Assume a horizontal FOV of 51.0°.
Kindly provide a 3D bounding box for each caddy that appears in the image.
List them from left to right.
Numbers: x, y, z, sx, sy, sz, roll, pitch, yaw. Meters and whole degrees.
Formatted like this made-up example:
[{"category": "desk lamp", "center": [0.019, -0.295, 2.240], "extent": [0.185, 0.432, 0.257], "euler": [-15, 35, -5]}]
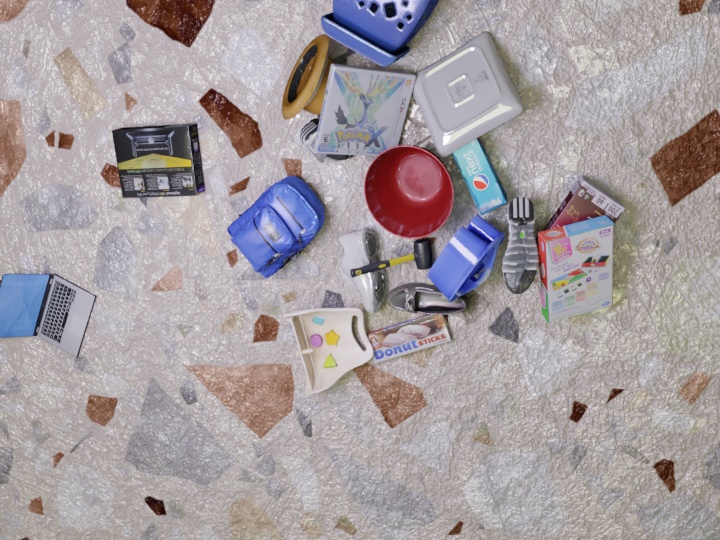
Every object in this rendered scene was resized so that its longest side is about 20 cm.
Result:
[{"category": "caddy", "center": [0.233, -0.018, 1.614], "extent": [0.105, 0.141, 0.201], "euler": [42, 137, 12]}]

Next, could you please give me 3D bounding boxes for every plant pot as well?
[{"category": "plant pot", "center": [0.039, -0.525, 1.500], "extent": [0.197, 0.201, 0.182], "euler": [29, 116, 1]}]

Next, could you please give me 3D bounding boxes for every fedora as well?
[{"category": "fedora", "center": [-0.093, -0.394, 1.585], "extent": [0.081, 0.202, 0.202], "euler": [25, 113, -26]}]

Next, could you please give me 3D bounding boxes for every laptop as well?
[{"category": "laptop", "center": [-0.805, 0.117, 1.910], "extent": [0.197, 0.116, 0.190], "euler": [26, 110, 3]}]

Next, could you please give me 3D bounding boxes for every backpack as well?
[{"category": "backpack", "center": [-0.178, -0.097, 1.687], "extent": [0.199, 0.168, 0.163], "euler": [-38, 102, 16]}]

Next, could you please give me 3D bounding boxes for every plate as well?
[{"category": "plate", "center": [0.208, -0.365, 1.546], "extent": [0.197, 0.032, 0.204], "euler": [-27, 70, 18]}]

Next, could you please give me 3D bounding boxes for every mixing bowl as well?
[{"category": "mixing bowl", "center": [0.114, -0.184, 1.617], "extent": [0.195, 0.109, 0.205], "euler": [8, 118, 16]}]

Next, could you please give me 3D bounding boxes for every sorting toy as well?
[{"category": "sorting toy", "center": [-0.065, 0.165, 1.774], "extent": [0.175, 0.107, 0.205], "euler": [-12, 103, 11]}]

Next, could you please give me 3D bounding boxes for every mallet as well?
[{"category": "mallet", "center": [0.073, -0.008, 1.681], "extent": [0.196, 0.041, 0.067], "euler": [-22, 108, -14]}]

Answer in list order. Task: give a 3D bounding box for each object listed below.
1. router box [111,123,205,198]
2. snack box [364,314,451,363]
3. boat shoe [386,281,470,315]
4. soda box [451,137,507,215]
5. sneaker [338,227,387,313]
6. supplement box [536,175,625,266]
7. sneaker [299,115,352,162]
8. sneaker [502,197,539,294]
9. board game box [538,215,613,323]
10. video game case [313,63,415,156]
[{"category": "router box", "center": [-0.470, -0.255, 1.761], "extent": [0.194, 0.052, 0.162], "euler": [0, 107, 12]}, {"category": "snack box", "center": [0.111, 0.156, 1.771], "extent": [0.196, 0.024, 0.073], "euler": [-19, 101, 17]}, {"category": "boat shoe", "center": [0.151, 0.066, 1.718], "extent": [0.194, 0.057, 0.069], "euler": [0, 106, 12]}, {"category": "soda box", "center": [0.243, -0.226, 1.607], "extent": [0.063, 0.068, 0.203], "euler": [-23, 100, 18]}, {"category": "sneaker", "center": [0.000, 0.000, 1.733], "extent": [0.097, 0.078, 0.205], "euler": [-1, 109, 32]}, {"category": "supplement box", "center": [0.456, -0.084, 1.607], "extent": [0.107, 0.061, 0.202], "euler": [31, 111, 0]}, {"category": "sneaker", "center": [-0.029, -0.311, 1.644], "extent": [0.198, 0.075, 0.116], "euler": [-36, 125, 3]}, {"category": "sneaker", "center": [0.344, -0.044, 1.608], "extent": [0.073, 0.115, 0.206], "euler": [4, 80, 13]}, {"category": "board game box", "center": [0.450, 0.000, 1.573], "extent": [0.149, 0.041, 0.204], "euler": [-13, 121, -5]}, {"category": "video game case", "center": [0.009, -0.329, 1.575], "extent": [0.196, 0.022, 0.186], "euler": [-2, 122, -29]}]
